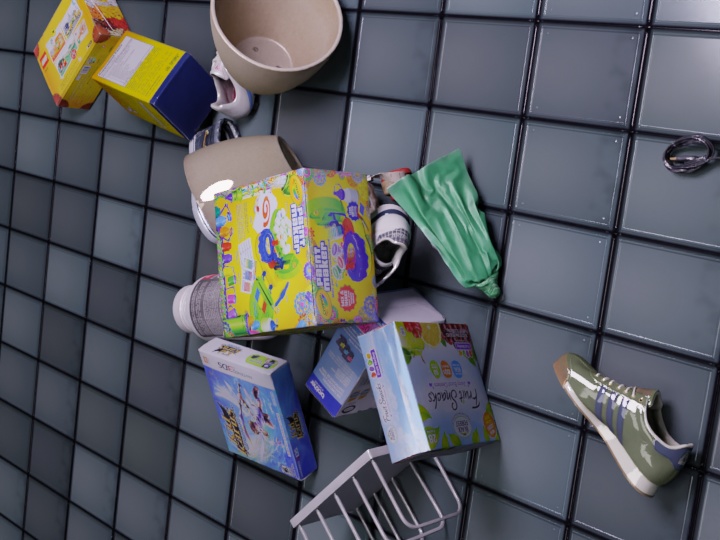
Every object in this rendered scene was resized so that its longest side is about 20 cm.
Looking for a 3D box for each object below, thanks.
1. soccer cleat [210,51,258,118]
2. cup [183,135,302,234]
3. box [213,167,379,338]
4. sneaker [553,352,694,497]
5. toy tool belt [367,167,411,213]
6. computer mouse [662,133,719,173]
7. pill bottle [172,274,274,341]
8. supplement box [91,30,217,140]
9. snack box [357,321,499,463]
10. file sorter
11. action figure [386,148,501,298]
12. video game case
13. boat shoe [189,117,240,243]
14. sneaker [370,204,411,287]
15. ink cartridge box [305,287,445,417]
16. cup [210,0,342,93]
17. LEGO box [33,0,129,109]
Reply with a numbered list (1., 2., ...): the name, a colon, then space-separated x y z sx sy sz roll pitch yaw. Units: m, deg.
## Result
1. soccer cleat: -0.204 -0.351 1.818 0.069 0.086 0.203 6 95 43
2. cup: -0.161 -0.130 1.730 0.142 0.200 0.202 -30 68 11
3. box: -0.089 -0.018 1.499 0.191 0.121 0.203 -9 83 45
4. sneaker: 0.323 0.165 1.339 0.090 0.067 0.201 -46 61 26
5. toy tool belt: -0.003 -0.060 1.616 0.198 0.125 0.124 -18 85 14
6. computer mouse: 0.430 -0.124 1.252 0.199 0.034 0.059 16 118 48
7. pill bottle: -0.217 0.060 1.822 0.198 0.110 0.112 -5 87 44
8. supplement box: -0.350 -0.321 1.919 0.199 0.110 0.109 27 77 40
9. snack box: 0.093 0.157 1.458 0.067 0.199 0.171 -24 73 30
10. file sorter: 0.027 0.346 1.574 0.200 0.138 0.125 -47 63 34
11. action figure: 0.133 -0.050 1.504 0.117 0.055 0.202 -29 82 -6
12. video game case: -0.164 0.219 1.765 0.180 0.045 0.202 13 125 44
13. boat shoe: -0.236 -0.152 1.862 0.090 0.070 0.203 -25 72 46
14. sneaker: 0.000 0.000 1.538 0.201 0.076 0.081 -53 28 31
15. ink cartridge box: 0.013 0.128 1.579 0.076 0.136 0.201 44 120 29
16. cup: -0.139 -0.350 1.695 0.143 0.198 0.202 122 130 -61
17. LEGO box: -0.538 -0.436 2.146 0.200 0.077 0.150 -46 61 35
